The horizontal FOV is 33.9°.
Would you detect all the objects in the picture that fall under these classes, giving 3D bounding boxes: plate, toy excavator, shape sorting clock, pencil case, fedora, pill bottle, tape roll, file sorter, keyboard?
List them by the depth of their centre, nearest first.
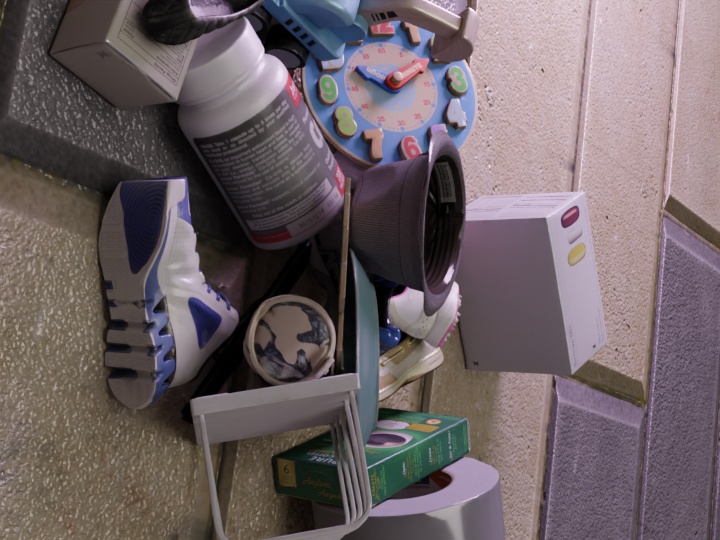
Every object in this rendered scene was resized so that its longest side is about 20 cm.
[{"bbox_3d":[-0.069,0.176,1.025,0.200,0.137,0.126,112,-32,-73],"label":"file sorter"},{"bbox_3d":[-0.060,0.079,1.079,0.078,0.089,0.200,-58,176,-12],"label":"pencil case"},{"bbox_3d":[0.001,0.081,1.107,0.200,0.025,0.203,180,-90,-85],"label":"plate"},{"bbox_3d":[-0.100,-0.129,1.112,0.114,0.113,0.201,-57,132,-36],"label":"pill bottle"},{"bbox_3d":[-0.117,0.055,1.121,0.201,0.039,0.104,-54,176,-19],"label":"keyboard"},{"bbox_3d":[0.042,-0.048,1.152,0.200,0.089,0.179,-45,136,-66],"label":"fedora"},{"bbox_3d":[-0.006,-0.260,1.169,0.194,0.198,0.101,36,62,-46],"label":"toy excavator"},{"bbox_3d":[0.049,0.252,1.230,0.199,0.198,0.067,-17,102,-51],"label":"tape roll"},{"bbox_3d":[0.033,-0.194,1.248,0.197,0.039,0.202,8,62,-15],"label":"shape sorting clock"}]

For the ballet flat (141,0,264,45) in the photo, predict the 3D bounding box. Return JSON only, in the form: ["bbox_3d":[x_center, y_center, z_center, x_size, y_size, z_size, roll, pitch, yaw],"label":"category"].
[{"bbox_3d":[-0.111,-0.243,1.020,0.200,0.056,0.067,-48,129,-45],"label":"ballet flat"}]

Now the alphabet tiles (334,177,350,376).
[{"bbox_3d":[-0.018,0.019,1.099,0.200,0.006,0.168,96,-3,-65],"label":"alphabet tiles"}]

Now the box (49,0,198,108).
[{"bbox_3d":[-0.185,-0.252,1.033,0.095,0.077,0.202,40,58,-45],"label":"box"}]

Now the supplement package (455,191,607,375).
[{"bbox_3d":[0.206,0.015,1.480,0.111,0.154,0.202,-29,113,-48],"label":"supplement package"}]

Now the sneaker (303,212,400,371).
[{"bbox_3d":[0.000,0.000,1.243,0.077,0.085,0.202,4,68,-53],"label":"sneaker"}]

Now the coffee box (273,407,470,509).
[{"bbox_3d":[0.015,0.196,1.253,0.199,0.122,0.045,-16,105,-53],"label":"coffee box"}]

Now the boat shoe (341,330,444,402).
[{"bbox_3d":[0.013,0.107,1.302,0.199,0.074,0.067,-24,93,-50],"label":"boat shoe"}]

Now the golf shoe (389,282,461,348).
[{"bbox_3d":[0.064,-0.004,1.346,0.090,0.076,0.201,15,40,-11],"label":"golf shoe"}]

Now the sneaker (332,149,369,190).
[{"bbox_3d":[0.030,-0.081,1.305,0.199,0.100,0.078,11,37,-47],"label":"sneaker"}]

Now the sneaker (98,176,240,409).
[{"bbox_3d":[-0.168,0.016,1.060,0.115,0.080,0.202,-6,100,-56],"label":"sneaker"}]
